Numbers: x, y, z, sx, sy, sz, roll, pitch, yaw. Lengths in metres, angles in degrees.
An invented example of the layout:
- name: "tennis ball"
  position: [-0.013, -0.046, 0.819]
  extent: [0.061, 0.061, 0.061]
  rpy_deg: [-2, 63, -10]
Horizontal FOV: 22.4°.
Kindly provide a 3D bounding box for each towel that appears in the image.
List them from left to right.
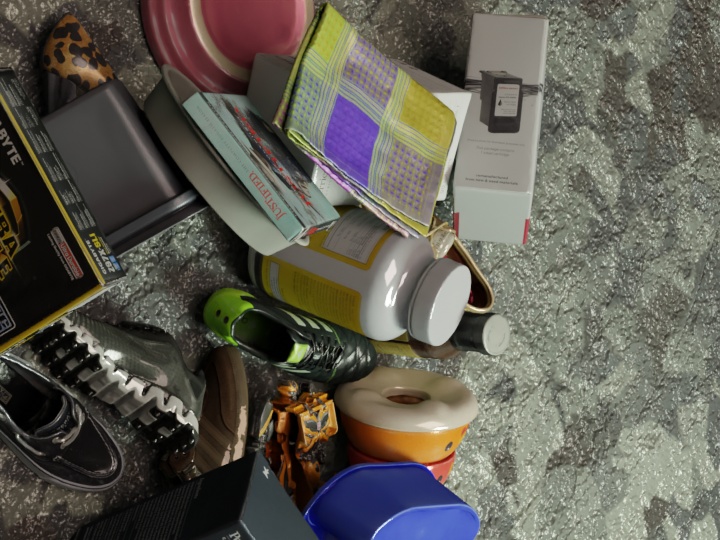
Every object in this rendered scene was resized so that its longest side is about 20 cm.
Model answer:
- name: "towel"
  position: [0.011, -0.135, 1.666]
  extent: [0.200, 0.023, 0.144]
  rpy_deg: [38, 59, -34]

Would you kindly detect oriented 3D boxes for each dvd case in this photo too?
- name: "dvd case"
  position: [-0.082, -0.092, 1.579]
  extent: [0.146, 0.022, 0.200]
  rpy_deg: [52, 10, 2]

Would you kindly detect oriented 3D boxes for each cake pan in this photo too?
- name: "cake pan"
  position: [-0.120, -0.091, 1.589]
  extent: [0.037, 0.200, 0.200]
  rpy_deg: [-38, 118, 6]

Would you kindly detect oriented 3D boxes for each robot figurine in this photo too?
- name: "robot figurine"
  position: [-0.062, 0.204, 1.755]
  extent: [0.145, 0.058, 0.202]
  rpy_deg: [-19, 111, -64]

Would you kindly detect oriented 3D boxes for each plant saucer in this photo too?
- name: "plant saucer"
  position: [-0.117, -0.253, 1.761]
  extent: [0.200, 0.051, 0.202]
  rpy_deg: [3, 85, -40]

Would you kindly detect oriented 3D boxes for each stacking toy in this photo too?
- name: "stacking toy"
  position: [0.040, 0.209, 1.845]
  extent: [0.145, 0.146, 0.201]
  rpy_deg: [-11, 113, -40]

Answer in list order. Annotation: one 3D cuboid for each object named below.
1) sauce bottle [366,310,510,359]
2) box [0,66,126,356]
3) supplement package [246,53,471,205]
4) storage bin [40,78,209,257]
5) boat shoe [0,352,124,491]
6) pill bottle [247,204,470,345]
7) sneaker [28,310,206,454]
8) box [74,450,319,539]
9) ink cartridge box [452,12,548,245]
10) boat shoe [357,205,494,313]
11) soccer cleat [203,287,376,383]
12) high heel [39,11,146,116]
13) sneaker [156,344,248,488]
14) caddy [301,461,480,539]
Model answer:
- name: "sauce bottle"
  position: [0.062, 0.056, 1.799]
  extent: [0.064, 0.199, 0.065]
  rpy_deg: [-6, 99, -43]
- name: "box"
  position: [-0.306, -0.040, 1.489]
  extent: [0.201, 0.159, 0.049]
  rpy_deg: [61, 22, 2]
- name: "supplement package"
  position: [-0.008, -0.137, 1.771]
  extent: [0.199, 0.117, 0.118]
  rpy_deg: [-6, 117, -45]
- name: "storage bin"
  position: [-0.245, -0.071, 1.573]
  extent: [0.199, 0.146, 0.135]
  rpy_deg: [-28, 98, 3]
- name: "boat shoe"
  position: [-0.274, 0.130, 1.598]
  extent: [0.200, 0.068, 0.072]
  rpy_deg: [46, 61, -29]
- name: "pill bottle"
  position: [0.000, 0.000, 1.738]
  extent: [0.112, 0.199, 0.113]
  rpy_deg: [-45, 147, -41]
- name: "sneaker"
  position: [-0.217, 0.077, 1.655]
  extent: [0.200, 0.066, 0.091]
  rpy_deg: [39, 46, -20]
- name: "box"
  position: [-0.142, 0.276, 1.606]
  extent: [0.149, 0.199, 0.107]
  rpy_deg: [57, 20, -22]
- name: "ink cartridge box"
  position: [0.145, -0.147, 1.895]
  extent: [0.145, 0.083, 0.201]
  rpy_deg: [81, 15, -69]
- name: "boat shoe"
  position: [0.072, -0.026, 1.897]
  extent: [0.200, 0.069, 0.074]
  rpy_deg: [47, 60, -29]
- name: "soccer cleat"
  position: [-0.062, 0.073, 1.759]
  extent: [0.199, 0.081, 0.068]
  rpy_deg: [21, 100, -31]
- name: "high heel"
  position: [-0.197, -0.162, 1.672]
  extent: [0.199, 0.071, 0.144]
  rpy_deg: [-2, 95, -32]
- name: "sneaker"
  position: [-0.150, 0.165, 1.702]
  extent: [0.075, 0.070, 0.202]
  rpy_deg: [7, 74, -19]
- name: "caddy"
  position: [0.018, 0.255, 1.730]
  extent: [0.199, 0.105, 0.142]
  rpy_deg: [5, 109, -48]
